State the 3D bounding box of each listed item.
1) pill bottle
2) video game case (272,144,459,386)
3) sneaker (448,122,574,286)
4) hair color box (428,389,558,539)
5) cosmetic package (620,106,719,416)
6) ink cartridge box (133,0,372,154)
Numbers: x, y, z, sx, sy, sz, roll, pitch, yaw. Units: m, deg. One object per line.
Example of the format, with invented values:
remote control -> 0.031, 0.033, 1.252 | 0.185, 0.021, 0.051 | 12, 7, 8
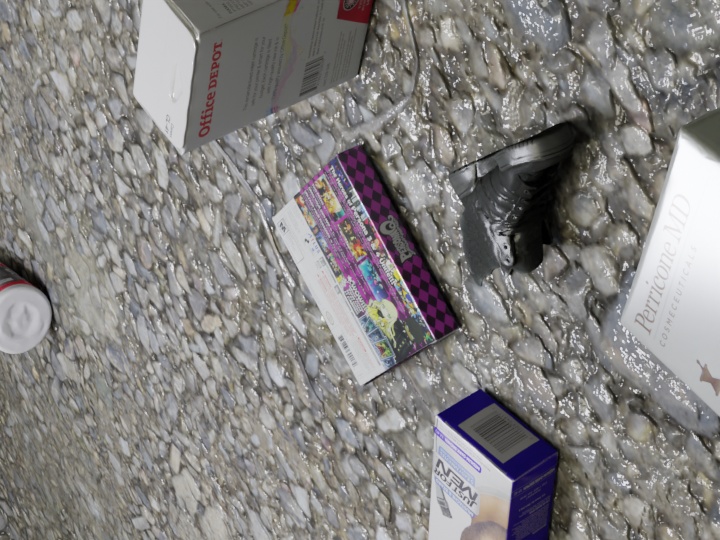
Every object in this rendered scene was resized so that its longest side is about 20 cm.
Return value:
pill bottle -> -0.577, 0.047, 2.402 | 0.199, 0.110, 0.112 | 27, 134, 47
video game case -> 0.000, 0.000, 1.502 | 0.201, 0.036, 0.181 | 61, 151, 6
sneaker -> 0.130, -0.048, 1.235 | 0.105, 0.060, 0.199 | 67, 156, -2
hair color box -> 0.122, 0.226, 1.451 | 0.109, 0.064, 0.202 | 38, 143, 38
cosmetic package -> 0.292, 0.007, 0.900 | 0.200, 0.165, 0.168 | 46, 146, 32
ink cartridge box -> -0.090, -0.209, 1.321 | 0.086, 0.199, 0.148 | 49, 147, 24
